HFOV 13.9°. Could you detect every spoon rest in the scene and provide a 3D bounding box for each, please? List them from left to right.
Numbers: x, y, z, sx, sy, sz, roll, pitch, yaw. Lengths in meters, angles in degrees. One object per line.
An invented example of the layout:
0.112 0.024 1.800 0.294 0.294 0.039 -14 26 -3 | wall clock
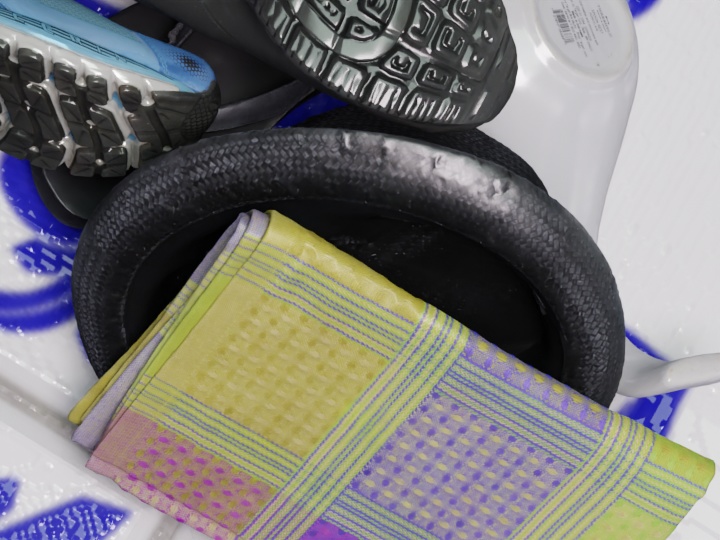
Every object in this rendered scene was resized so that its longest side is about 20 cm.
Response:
0.081 -0.042 1.131 0.099 0.061 0.200 -7 72 -40 | spoon rest

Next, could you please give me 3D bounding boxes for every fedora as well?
0.000 0.000 1.079 0.200 0.201 0.092 23 40 -6 | fedora

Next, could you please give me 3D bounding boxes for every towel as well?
0.009 0.064 1.054 0.200 0.144 0.023 29 39 -12 | towel

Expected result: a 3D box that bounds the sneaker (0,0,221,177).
-0.137 -0.107 1.078 0.200 0.078 0.090 25 64 9 | sneaker

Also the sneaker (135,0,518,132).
-0.034 -0.108 1.032 0.200 0.091 0.076 31 79 6 | sneaker

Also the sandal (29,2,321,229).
-0.040 -0.086 1.123 0.200 0.043 0.076 -32 87 -15 | sandal
